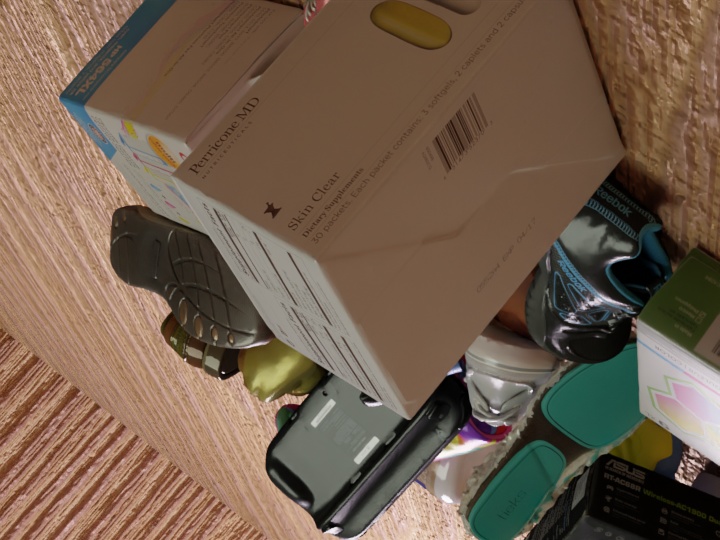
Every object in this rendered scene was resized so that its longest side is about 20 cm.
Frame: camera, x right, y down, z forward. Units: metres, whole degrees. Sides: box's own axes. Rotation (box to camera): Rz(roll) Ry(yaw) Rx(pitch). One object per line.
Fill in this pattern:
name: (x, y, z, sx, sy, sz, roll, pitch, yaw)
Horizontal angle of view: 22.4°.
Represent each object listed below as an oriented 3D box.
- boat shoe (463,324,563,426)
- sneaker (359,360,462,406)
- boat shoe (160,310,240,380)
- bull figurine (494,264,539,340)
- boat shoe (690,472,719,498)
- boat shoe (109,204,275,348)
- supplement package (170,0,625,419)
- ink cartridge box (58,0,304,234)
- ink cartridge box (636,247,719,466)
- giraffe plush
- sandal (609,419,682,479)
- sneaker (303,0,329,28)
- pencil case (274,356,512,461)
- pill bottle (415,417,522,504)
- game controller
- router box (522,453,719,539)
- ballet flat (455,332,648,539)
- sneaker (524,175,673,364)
boat shoe: (0.103, 0.078, 1.298, 0.071, 0.069, 0.200, 16, 179, 4)
sneaker: (0.000, 0.000, 1.288, 0.070, 0.077, 0.201, 60, -175, -66)
boat shoe: (-0.098, 0.036, 1.547, 0.068, 0.072, 0.200, 25, -165, 18)
bull figurine: (0.076, -0.024, 1.199, 0.121, 0.065, 0.200, 26, 158, 51)
boat shoe: (0.259, 0.211, 1.399, 0.073, 0.068, 0.199, 39, 165, 6)
boat shoe: (-0.111, -0.002, 1.347, 0.071, 0.076, 0.200, -4, -154, -38)
supplement package: (0.026, -0.056, 0.968, 0.111, 0.200, 0.156, 28, 160, 36)
ink cartridge box: (-0.088, -0.104, 1.257, 0.200, 0.125, 0.129, 23, 157, 51)
ink cartridge box: (0.228, 0.077, 1.117, 0.104, 0.059, 0.200, 34, 163, 22)
giraffe plush: (-0.046, -0.008, 1.416, 0.163, 0.172, 0.200, 60, 180, 11)
sandal: (0.203, 0.150, 1.390, 0.086, 0.080, 0.200, 9, 163, -12)
sneaker: (-0.008, -0.143, 1.055, 0.087, 0.074, 0.200, 38, 164, 25)
pencil case: (0.023, 0.120, 1.440, 0.199, 0.089, 0.088, -23, 123, 32)
pill bottle: (0.033, 0.100, 1.549, 0.199, 0.116, 0.116, 33, 163, 25)
game controller: (0.002, 0.126, 1.382, 0.104, 0.042, 0.200, 45, 129, 8)
router box: (0.224, 0.224, 1.321, 0.199, 0.062, 0.150, 23, 138, -6)
ballet flat: (0.137, 0.106, 1.256, 0.072, 0.200, 0.072, 37, -159, -17)
sneaker: (0.147, 0.011, 1.107, 0.082, 0.073, 0.200, 31, 163, 27)
